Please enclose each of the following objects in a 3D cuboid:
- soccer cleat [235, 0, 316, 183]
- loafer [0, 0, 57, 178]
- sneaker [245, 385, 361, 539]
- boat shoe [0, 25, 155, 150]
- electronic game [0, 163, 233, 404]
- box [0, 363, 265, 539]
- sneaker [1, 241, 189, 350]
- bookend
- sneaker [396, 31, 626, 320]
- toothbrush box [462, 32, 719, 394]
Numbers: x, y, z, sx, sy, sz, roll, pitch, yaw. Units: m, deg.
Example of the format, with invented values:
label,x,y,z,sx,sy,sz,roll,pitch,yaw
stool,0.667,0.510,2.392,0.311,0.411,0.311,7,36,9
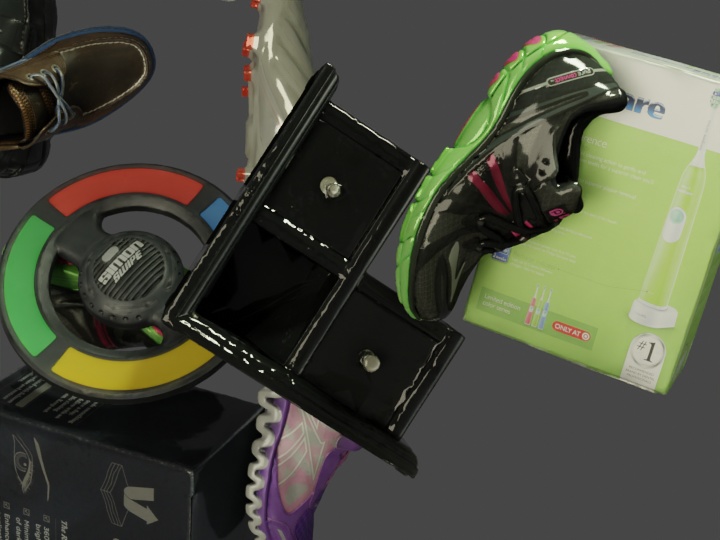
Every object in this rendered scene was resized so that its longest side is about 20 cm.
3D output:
label,x,y,z,sx,sy,sz,roll,pitch,yaw
soccer cleat,-0.050,-0.119,0.942,0.077,0.069,0.201,3,94,-8
loafer,-0.282,-0.173,1.016,0.068,0.070,0.202,5,101,21
sneaker,-0.033,0.126,0.968,0.088,0.080,0.201,8,101,13
boat shoe,-0.245,-0.125,0.967,0.199,0.072,0.073,-24,112,-8
electronic game,-0.172,0.006,0.963,0.199,0.042,0.201,0,62,-1
box,-0.189,0.189,1.003,0.199,0.117,0.198,14,114,20
sneaker,-0.193,0.029,1.026,0.199,0.077,0.084,26,136,13
bookend,0.000,0.000,0.879,0.200,0.092,0.199,34,90,-9
sneaker,0.089,-0.047,0.784,0.084,0.077,0.200,37,108,15
toothbrush box,0.170,-0.041,0.849,0.145,0.086,0.201,19,107,19
